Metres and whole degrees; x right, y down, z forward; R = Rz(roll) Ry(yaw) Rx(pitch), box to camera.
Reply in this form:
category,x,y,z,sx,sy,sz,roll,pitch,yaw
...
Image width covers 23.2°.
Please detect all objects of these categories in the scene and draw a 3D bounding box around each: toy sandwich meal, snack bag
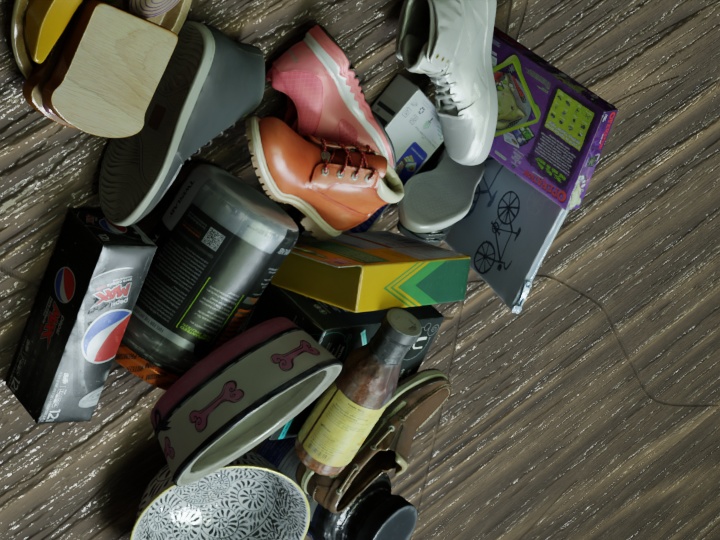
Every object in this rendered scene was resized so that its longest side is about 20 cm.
category,x,y,z,sx,sy,sz,roll,pitch,yaw
toy sandwich meal,-0.206,-0.208,1.467,0.205,0.070,0.206,-31,142,-27
snack bag,0.164,-0.081,1.917,0.021,0.200,0.189,10,115,-36

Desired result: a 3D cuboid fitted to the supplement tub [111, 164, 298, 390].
category,x,y,z,sx,sy,sz,roll,pitch,yaw
supplement tub,-0.159,0.009,1.688,0.200,0.122,0.122,-55,146,8

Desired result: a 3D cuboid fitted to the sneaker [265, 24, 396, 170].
category,x,y,z,sx,sy,sz,roll,pitch,yaw
sneaker,-0.033,-0.150,1.734,0.087,0.074,0.200,-32,131,-3

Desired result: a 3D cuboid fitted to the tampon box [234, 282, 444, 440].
category,x,y,z,sx,sy,sz,roll,pitch,yaw
tampon box,-0.039,0.079,1.893,0.200,0.126,0.150,-3,127,-49

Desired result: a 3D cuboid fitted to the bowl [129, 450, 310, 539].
category,x,y,z,sx,sy,sz,roll,pitch,yaw
bowl,-0.163,0.254,1.925,0.200,0.094,0.201,-10,132,-12

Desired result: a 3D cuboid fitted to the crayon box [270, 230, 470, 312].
category,x,y,z,sx,sy,sz,roll,pitch,yaw
crayon box,0.000,0.000,1.788,0.200,0.125,0.052,-4,106,-47

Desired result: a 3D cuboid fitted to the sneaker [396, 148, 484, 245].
category,x,y,z,sx,sy,sz,roll,pitch,yaw
sneaker,0.074,-0.058,1.889,0.099,0.071,0.200,-61,175,30

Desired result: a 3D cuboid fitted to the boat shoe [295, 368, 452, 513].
category,x,y,z,sx,sy,sz,roll,pitch,yaw
boat shoe,0.029,0.191,1.905,0.202,0.075,0.075,-38,149,-12

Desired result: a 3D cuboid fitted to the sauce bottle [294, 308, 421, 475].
category,x,y,z,sx,sy,sz,roll,pitch,yaw
sauce bottle,0.000,0.123,1.782,0.066,0.066,0.200,-9,142,-45

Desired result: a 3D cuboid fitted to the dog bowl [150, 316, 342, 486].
category,x,y,z,sx,sy,sz,roll,pitch,yaw
dog bowl,-0.118,0.122,1.705,0.200,0.074,0.200,-35,170,-7

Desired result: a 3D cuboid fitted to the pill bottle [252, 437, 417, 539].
category,x,y,z,sx,sy,sz,roll,pitch,yaw
pill bottle,-0.037,0.248,1.984,0.112,0.200,0.112,-37,146,-31

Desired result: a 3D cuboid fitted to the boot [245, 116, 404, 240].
category,x,y,z,sx,sy,sz,roll,pitch,yaw
boot,-0.034,-0.103,1.682,0.107,0.075,0.200,-19,152,21

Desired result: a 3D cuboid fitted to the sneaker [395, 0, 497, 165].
category,x,y,z,sx,sy,sz,roll,pitch,yaw
sneaker,0.080,-0.198,1.785,0.115,0.074,0.201,-19,113,-44

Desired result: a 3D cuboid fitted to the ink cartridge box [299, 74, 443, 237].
category,x,y,z,sx,sy,sz,roll,pitch,yaw
ink cartridge box,0.008,-0.103,1.852,0.200,0.039,0.099,-51,147,-1

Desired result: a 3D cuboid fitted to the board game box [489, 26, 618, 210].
category,x,y,z,sx,sy,sz,roll,pitch,yaw
board game box,0.171,-0.165,1.835,0.032,0.200,0.120,-9,130,-46

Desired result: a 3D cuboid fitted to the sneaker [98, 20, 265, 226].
category,x,y,z,sx,sy,sz,roll,pitch,yaw
sneaker,-0.157,-0.124,1.604,0.106,0.075,0.200,10,113,-53

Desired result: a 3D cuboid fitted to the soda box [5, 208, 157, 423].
category,x,y,z,sx,sy,sz,roll,pitch,yaw
soda box,-0.263,0.044,1.644,0.063,0.071,0.201,1,122,-44
